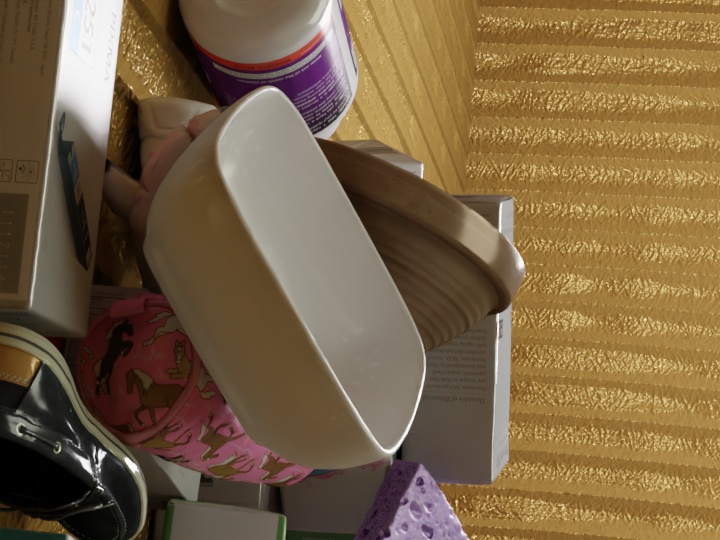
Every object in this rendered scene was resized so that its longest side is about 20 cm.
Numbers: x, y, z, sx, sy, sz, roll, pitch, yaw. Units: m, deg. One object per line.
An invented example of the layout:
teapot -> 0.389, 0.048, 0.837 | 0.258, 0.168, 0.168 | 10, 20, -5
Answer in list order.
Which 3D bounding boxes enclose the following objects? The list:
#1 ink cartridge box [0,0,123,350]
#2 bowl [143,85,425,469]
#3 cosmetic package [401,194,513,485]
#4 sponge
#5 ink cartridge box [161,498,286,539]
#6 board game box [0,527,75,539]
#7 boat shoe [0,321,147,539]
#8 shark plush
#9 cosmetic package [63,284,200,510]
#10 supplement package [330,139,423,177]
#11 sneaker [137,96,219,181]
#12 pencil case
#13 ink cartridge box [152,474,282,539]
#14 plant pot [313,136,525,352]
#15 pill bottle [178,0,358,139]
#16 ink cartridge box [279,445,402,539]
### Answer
ink cartridge box -> -0.160, -0.064, 1.103 | 0.176, 0.044, 0.202 | 48, 47, -76
bowl -> -0.045, 0.010, 1.118 | 0.201, 0.074, 0.200 | 59, 17, -10
cosmetic package -> 0.072, 0.048, 1.462 | 0.102, 0.073, 0.202 | -24, 114, -78
sponge -> 0.014, 0.242, 1.375 | 0.201, 0.030, 0.112 | -59, 135, -33
ink cartridge box -> -0.101, 0.265, 1.346 | 0.201, 0.083, 0.147 | 100, -4, -58
board game box -> -0.171, 0.242, 1.143 | 0.200, 0.046, 0.153 | 68, 27, -70
boat shoe -> -0.165, 0.101, 1.055 | 0.201, 0.074, 0.063 | 71, 29, -56
shark plush -> -0.088, -0.002, 1.242 | 0.091, 0.083, 0.201 | 32, -33, 53
cosmetic package -> -0.140, 0.084, 1.267 | 0.200, 0.050, 0.083 | 72, 26, -66
supplement package -> -0.025, 0.003, 1.635 | 0.121, 0.119, 0.202 | -145, -125, -68
sneaker -> -0.112, -0.041, 1.370 | 0.200, 0.077, 0.100 | 49, 51, -65
pencil case -> -0.086, 0.071, 1.173 | 0.083, 0.087, 0.200 | -47, 155, 7
ink cartridge box -> -0.092, 0.126, 1.489 | 0.147, 0.082, 0.202 | 44, 50, -78
plant pot -> 0.000, 0.000, 1.312 | 0.201, 0.199, 0.093 | 68, 45, -70
pill bottle -> -0.062, -0.164, 1.472 | 0.200, 0.111, 0.114 | 73, 22, -66
ink cartridge box -> -0.009, 0.101, 1.464 | 0.146, 0.087, 0.202 | -73, 161, -55
